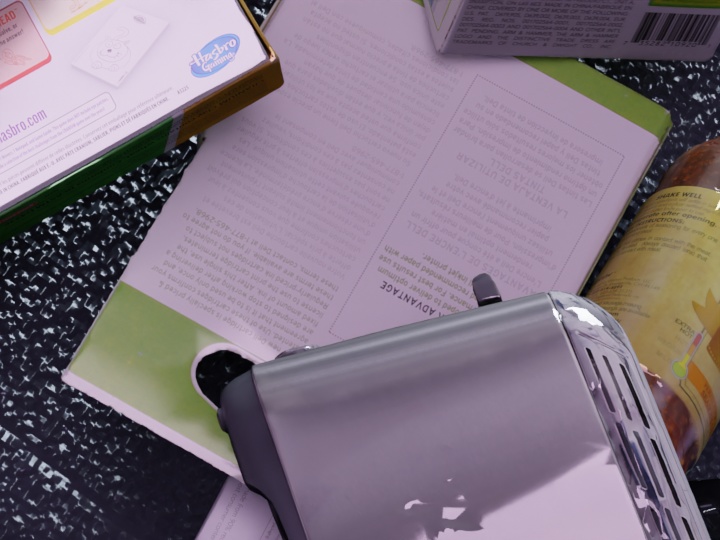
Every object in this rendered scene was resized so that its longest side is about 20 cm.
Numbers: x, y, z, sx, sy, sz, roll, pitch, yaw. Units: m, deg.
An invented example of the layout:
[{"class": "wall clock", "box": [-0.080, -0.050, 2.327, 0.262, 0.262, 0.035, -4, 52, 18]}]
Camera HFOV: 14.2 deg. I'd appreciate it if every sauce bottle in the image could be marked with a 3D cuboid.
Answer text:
[{"class": "sauce bottle", "box": [0.126, -0.004, 1.044, 0.066, 0.066, 0.200, 32, 55, 4]}]

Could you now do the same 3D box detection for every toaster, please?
[{"class": "toaster", "box": [0.045, 0.102, 0.902, 0.129, 0.114, 0.201, -21, 70, 1]}]

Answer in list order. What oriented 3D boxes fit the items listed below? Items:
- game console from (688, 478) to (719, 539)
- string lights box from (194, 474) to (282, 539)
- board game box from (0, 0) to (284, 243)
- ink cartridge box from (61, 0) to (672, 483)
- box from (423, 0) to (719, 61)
[{"class": "game console", "box": [0.194, 0.089, 0.970, 0.175, 0.117, 0.200, -1, 30, -27]}, {"class": "string lights box", "box": [0.030, 0.141, 1.024, 0.199, 0.059, 0.103, 28, 75, 3]}, {"class": "board game box", "box": [-0.138, -0.115, 0.969, 0.152, 0.040, 0.201, -28, 82, -1]}, {"class": "ink cartridge box", "box": [0.000, 0.000, 1.043, 0.147, 0.076, 0.201, 29, 69, 4]}, {"class": "box", "box": [0.072, -0.185, 1.056, 0.112, 0.102, 0.201, 1, 54, -18]}]
